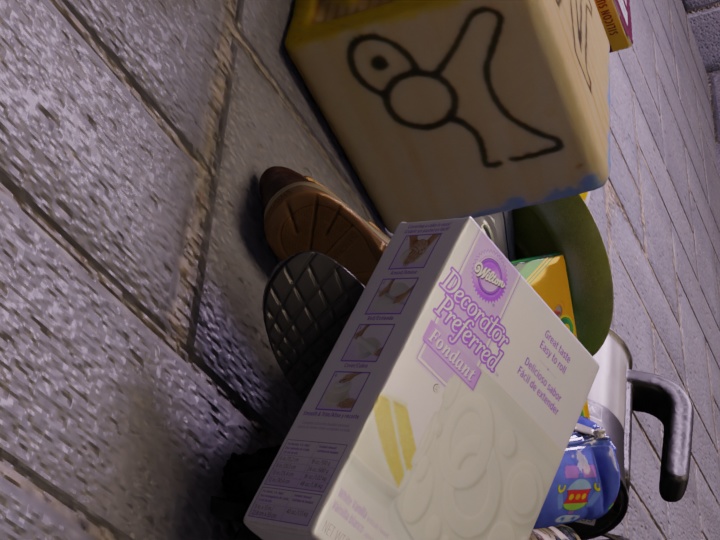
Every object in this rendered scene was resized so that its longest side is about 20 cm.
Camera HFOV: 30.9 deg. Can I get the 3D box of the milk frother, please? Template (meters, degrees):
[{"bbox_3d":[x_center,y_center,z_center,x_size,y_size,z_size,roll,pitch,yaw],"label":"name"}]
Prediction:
[{"bbox_3d":[0.212,0.189,1.264,0.189,0.180,0.200,-72,-174,-50],"label":"milk frother"}]

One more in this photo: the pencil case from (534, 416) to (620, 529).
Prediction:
[{"bbox_3d":[0.110,0.152,0.962,0.199,0.087,0.078,0,39,-39],"label":"pencil case"}]

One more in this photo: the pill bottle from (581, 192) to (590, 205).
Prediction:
[{"bbox_3d":[0.158,-0.098,1.271,0.113,0.112,0.200,-80,150,-42],"label":"pill bottle"}]

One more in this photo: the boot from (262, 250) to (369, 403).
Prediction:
[{"bbox_3d":[-0.013,0.060,0.806,0.200,0.070,0.132,58,-9,-25],"label":"boot"}]

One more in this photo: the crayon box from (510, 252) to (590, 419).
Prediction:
[{"bbox_3d":[0.124,0.093,1.072,0.118,0.058,0.201,-10,91,-39],"label":"crayon box"}]

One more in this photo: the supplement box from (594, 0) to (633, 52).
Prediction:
[{"bbox_3d":[0.128,-0.252,1.161,0.131,0.199,0.104,51,35,-48],"label":"supplement box"}]

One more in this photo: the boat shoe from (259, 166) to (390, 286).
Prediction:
[{"bbox_3d":[0.000,0.000,0.886,0.200,0.072,0.072,41,8,-35],"label":"boat shoe"}]

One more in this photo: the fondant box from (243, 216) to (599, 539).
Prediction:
[{"bbox_3d":[0.042,0.092,0.717,0.144,0.058,0.201,46,58,-31],"label":"fondant box"}]

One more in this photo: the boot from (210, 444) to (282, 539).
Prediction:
[{"bbox_3d":[-0.013,0.180,0.779,0.198,0.073,0.163,10,64,-68],"label":"boot"}]

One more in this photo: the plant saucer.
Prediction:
[{"bbox_3d":[0.149,-0.007,1.165,0.031,0.200,0.201,-19,99,-25],"label":"plant saucer"}]

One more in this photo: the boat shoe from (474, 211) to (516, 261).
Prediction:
[{"bbox_3d":[0.095,-0.023,1.130,0.067,0.073,0.201,-31,103,-46],"label":"boat shoe"}]

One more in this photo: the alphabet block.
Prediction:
[{"bbox_3d":[0.078,-0.177,1.017,0.197,0.194,0.200,-82,152,-44],"label":"alphabet block"}]

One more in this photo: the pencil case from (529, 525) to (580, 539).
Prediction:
[{"bbox_3d":[0.131,0.252,1.075,0.078,0.089,0.200,55,14,22],"label":"pencil case"}]
